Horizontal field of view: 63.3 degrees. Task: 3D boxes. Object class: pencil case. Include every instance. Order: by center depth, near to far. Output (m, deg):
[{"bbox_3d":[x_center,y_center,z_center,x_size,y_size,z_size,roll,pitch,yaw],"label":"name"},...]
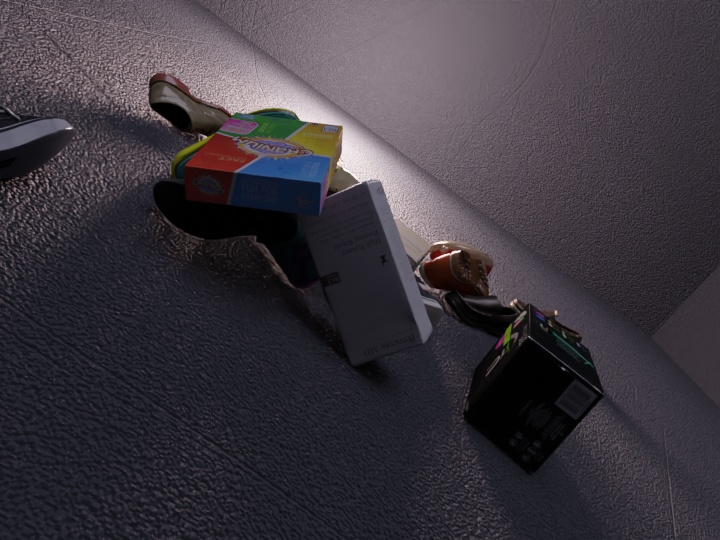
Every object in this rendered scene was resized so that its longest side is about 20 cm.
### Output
[{"bbox_3d":[-0.110,-0.066,0.827,0.200,0.085,0.093,49,-8,31],"label":"pencil case"}]

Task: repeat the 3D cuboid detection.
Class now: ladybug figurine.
[{"bbox_3d":[0.226,-0.013,1.326,0.134,0.073,0.199,5,-11,38],"label":"ladybug figurine"}]

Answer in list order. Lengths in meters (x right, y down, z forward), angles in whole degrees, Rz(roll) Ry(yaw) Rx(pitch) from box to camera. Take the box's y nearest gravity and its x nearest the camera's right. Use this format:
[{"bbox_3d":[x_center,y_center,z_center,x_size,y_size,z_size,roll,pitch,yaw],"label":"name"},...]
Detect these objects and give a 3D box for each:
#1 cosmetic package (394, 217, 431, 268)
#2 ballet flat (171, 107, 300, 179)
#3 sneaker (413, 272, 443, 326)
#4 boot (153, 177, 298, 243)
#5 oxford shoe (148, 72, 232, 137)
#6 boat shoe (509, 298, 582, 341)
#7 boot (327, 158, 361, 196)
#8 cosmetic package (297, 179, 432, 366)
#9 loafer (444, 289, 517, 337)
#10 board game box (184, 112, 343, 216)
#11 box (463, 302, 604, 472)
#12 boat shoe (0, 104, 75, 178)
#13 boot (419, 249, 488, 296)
[{"bbox_3d":[0.066,-0.035,1.116,0.103,0.073,0.200,38,16,4],"label":"cosmetic package"},{"bbox_3d":[-0.183,-0.186,0.845,0.067,0.198,0.067,67,-7,-33],"label":"ballet flat"},{"bbox_3d":[0.056,0.039,0.905,0.080,0.078,0.199,53,12,31],"label":"sneaker"},{"bbox_3d":[-0.148,-0.113,0.762,0.196,0.070,0.175,13,39,-4],"label":"boot"},{"bbox_3d":[-0.290,-0.262,1.041,0.198,0.070,0.076,26,47,-36],"label":"oxford shoe"},{"bbox_3d":[0.480,0.129,1.503,0.201,0.075,0.075,38,17,1],"label":"boat shoe"},{"bbox_3d":[-0.044,-0.140,1.125,0.156,0.072,0.201,48,30,-13],"label":"boot"},{"bbox_3d":[0.007,0.002,0.712,0.203,0.100,0.074,69,18,-3],"label":"cosmetic package"},{"bbox_3d":[0.250,0.074,1.198,0.198,0.072,0.073,23,22,-39],"label":"loafer"},{"bbox_3d":[-0.106,-0.134,0.705,0.150,0.041,0.201,7,31,1],"label":"board game box"},{"bbox_3d":[0.249,0.159,0.850,0.124,0.149,0.200,37,17,6],"label":"box"},{"bbox_3d":[-0.344,-0.122,0.534,0.068,0.073,0.200,48,25,-10],"label":"boat shoe"},{"bbox_3d":[0.202,0.014,1.226,0.199,0.106,0.076,29,54,-50],"label":"boot"}]
